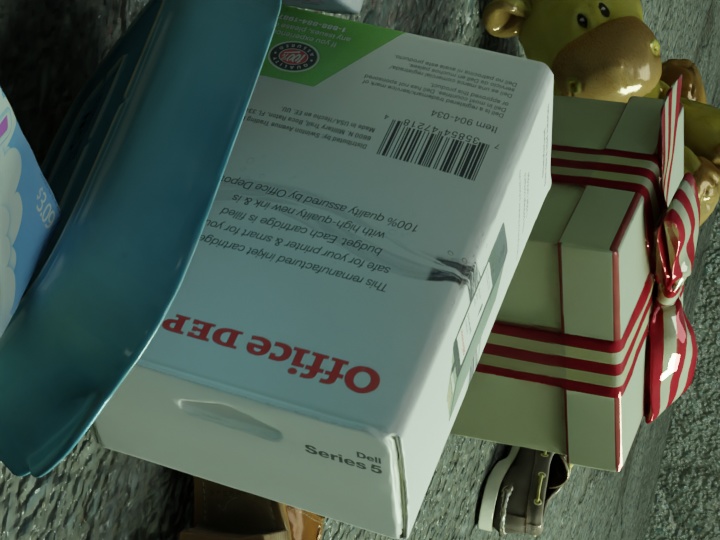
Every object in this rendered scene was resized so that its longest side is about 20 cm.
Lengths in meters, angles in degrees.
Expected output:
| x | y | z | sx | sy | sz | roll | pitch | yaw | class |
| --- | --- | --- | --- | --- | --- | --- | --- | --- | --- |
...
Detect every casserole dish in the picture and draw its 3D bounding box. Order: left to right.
| x | y | z | sx | sy | sz | roll | pitch | yaw | class |
| --- | --- | --- | --- | --- | --- | --- | --- | --- | --- |
| -0.084 | -0.024 | 0.604 | 0.121 | 0.039 | 0.201 | -41 | -156 | 44 | casserole dish |

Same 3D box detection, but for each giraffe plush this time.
| x | y | z | sx | sy | sz | roll | pitch | yaw | class |
| --- | --- | --- | --- | --- | --- | --- | --- | --- | --- |
| 0.167 | -0.133 | 1.241 | 0.172 | 0.200 | 0.163 | -40 | 142 | -23 | giraffe plush |

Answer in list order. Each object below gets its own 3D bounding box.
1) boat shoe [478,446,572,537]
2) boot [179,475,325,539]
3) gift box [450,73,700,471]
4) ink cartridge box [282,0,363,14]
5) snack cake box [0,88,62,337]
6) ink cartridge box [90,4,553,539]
| x | y | z | sx | sy | sz | roll | pitch | yaw | class |
| --- | --- | --- | --- | --- | --- | --- | --- | --- | --- |
| 0.164 | 0.184 | 1.669 | 0.200 | 0.059 | 0.072 | -45 | 145 | -61 | boat shoe |
| -0.045 | 0.075 | 0.891 | 0.155 | 0.073 | 0.202 | 15 | 88 | -81 | boot |
| 0.116 | -0.015 | 1.102 | 0.200 | 0.185 | 0.185 | -60 | 151 | -42 | gift box |
| -0.041 | -0.217 | 0.722 | 0.200 | 0.057 | 0.164 | 29 | 75 | -52 | ink cartridge box |
| -0.148 | -0.029 | 0.442 | 0.200 | 0.067 | 0.116 | 76 | 32 | -58 | snack cake box |
| -0.015 | -0.006 | 0.763 | 0.084 | 0.144 | 0.201 | 84 | 26 | -52 | ink cartridge box |
